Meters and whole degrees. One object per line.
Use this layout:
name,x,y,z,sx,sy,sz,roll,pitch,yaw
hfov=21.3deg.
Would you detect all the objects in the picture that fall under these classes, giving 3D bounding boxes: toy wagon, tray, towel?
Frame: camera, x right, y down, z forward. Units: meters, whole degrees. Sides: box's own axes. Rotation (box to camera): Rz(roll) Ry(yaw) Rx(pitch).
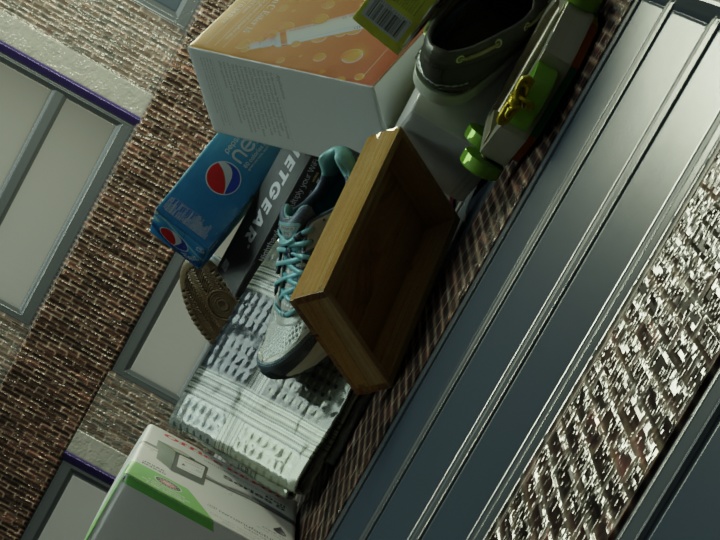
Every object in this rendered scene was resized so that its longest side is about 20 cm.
toy wagon,0.125,-0.137,1.376,0.155,0.039,0.200,-60,5,20
tray,0.013,-0.010,1.464,0.037,0.099,0.200,-15,33,33
towel,-0.055,0.080,1.576,0.200,0.035,0.193,22,79,50

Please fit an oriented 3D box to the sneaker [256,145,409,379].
sneaker,-0.043,-0.010,1.533,0.077,0.086,0.200,8,67,47

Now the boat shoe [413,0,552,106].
boat shoe,0.118,-0.211,1.485,0.202,0.072,0.060,-45,-19,-22

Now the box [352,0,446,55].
box,0.069,-0.255,1.526,0.075,0.050,0.200,-51,2,47

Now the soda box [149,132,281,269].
soda box,-0.113,-0.101,1.803,0.200,0.064,0.068,-52,-2,-21

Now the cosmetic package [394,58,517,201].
cosmetic package,0.103,-0.171,1.563,0.200,0.085,0.108,-63,5,-19

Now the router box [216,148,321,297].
router box,-0.020,-0.052,1.790,0.200,0.157,0.052,-59,38,20

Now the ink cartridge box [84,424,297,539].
ink cartridge box,-0.131,0.204,1.496,0.084,0.145,0.200,-61,4,5

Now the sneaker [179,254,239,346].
sneaker,-0.092,0.044,1.874,0.070,0.200,0.109,-24,20,38

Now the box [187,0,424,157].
box,-0.028,-0.174,1.663,0.124,0.200,0.098,-50,-39,-34

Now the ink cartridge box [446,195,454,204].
ink cartridge box,0.000,0.000,1.696,0.200,0.083,0.147,-59,5,20
